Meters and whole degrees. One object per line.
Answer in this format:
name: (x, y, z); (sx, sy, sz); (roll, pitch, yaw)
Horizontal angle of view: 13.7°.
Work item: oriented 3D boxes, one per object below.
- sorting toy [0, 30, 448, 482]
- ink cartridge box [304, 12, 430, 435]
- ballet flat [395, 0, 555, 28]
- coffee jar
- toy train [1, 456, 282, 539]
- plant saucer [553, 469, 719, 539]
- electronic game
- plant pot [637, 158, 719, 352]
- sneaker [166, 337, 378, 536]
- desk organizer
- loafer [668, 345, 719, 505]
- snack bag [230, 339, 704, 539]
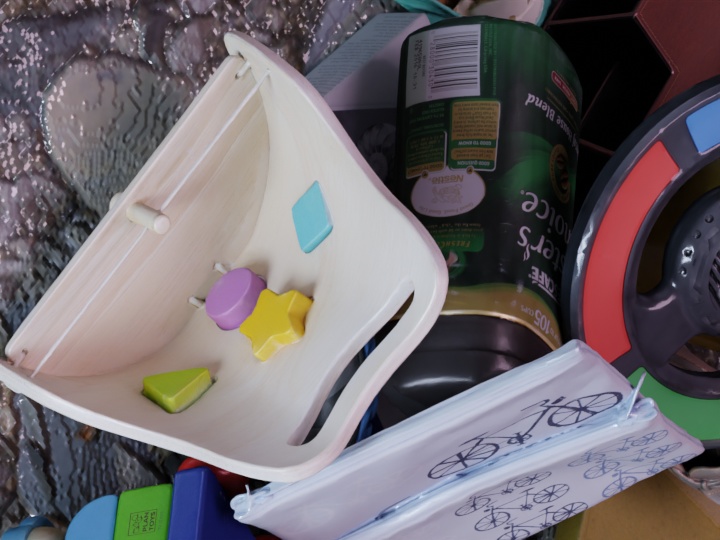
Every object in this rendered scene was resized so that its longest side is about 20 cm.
sorting toy: (-0.046, 0.018, 1.386); (0.200, 0.180, 0.107); (-52, 132, -7)
ink cartridge box: (0.000, 0.000, 1.550); (0.200, 0.040, 0.200); (-43, 119, -33)
ballet flat: (0.051, -0.159, 1.572); (0.199, 0.070, 0.068); (23, 76, -41)
coffee jar: (0.059, -0.016, 1.481); (0.104, 0.085, 0.201); (46, 44, -59)
toy train: (-0.085, 0.175, 1.434); (0.200, 0.115, 0.085); (62, 25, -46)
plant saucer: (0.169, 0.170, 1.677); (0.200, 0.048, 0.201); (45, 44, -32)
electronic game: (0.186, -0.005, 1.483); (0.199, 0.042, 0.201); (-12, 117, -25)
plant pot: (0.240, -0.027, 1.673); (0.200, 0.188, 0.202); (-2, 93, -42)
sneaker: (-0.050, 0.089, 1.474); (0.082, 0.071, 0.201); (16, 97, -31)
desk organizer: (0.127, -0.085, 1.598); (0.077, 0.071, 0.200); (51, 56, -31)
loafer: (0.184, 0.085, 1.624); (0.200, 0.063, 0.072); (37, 107, -27)
snack bag: (0.056, 0.098, 1.418); (0.200, 0.188, 0.022); (41, 26, -64)
